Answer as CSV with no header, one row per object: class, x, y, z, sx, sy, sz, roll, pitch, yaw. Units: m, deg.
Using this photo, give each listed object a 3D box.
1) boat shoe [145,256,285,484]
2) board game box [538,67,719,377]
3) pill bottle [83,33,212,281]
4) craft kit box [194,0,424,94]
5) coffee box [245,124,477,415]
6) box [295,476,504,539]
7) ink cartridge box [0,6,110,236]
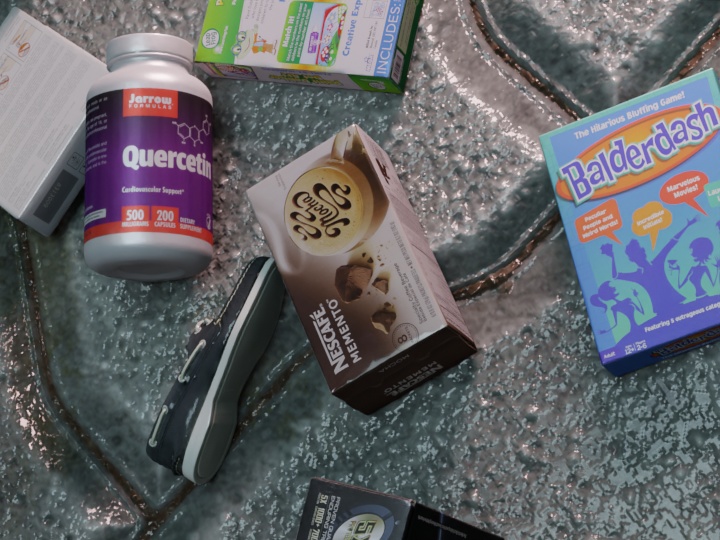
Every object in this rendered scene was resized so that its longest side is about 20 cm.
boat shoe,-0.123,0.076,1.561,0.060,0.076,0.202,21,83,22
board game box,0.237,-0.038,1.449,0.151,0.045,0.202,-21,66,18
pill bottle,-0.183,-0.097,1.611,0.111,0.112,0.203,-6,77,22
craft kit box,-0.034,-0.263,1.640,0.195,0.048,0.202,9,79,24
coffee box,0.000,0.000,1.524,0.112,0.080,0.202,-29,65,13
box,0.020,0.255,1.371,0.085,0.200,0.166,10,78,27
ink cartridge box,-0.308,-0.143,1.738,0.200,0.047,0.161,34,91,45
